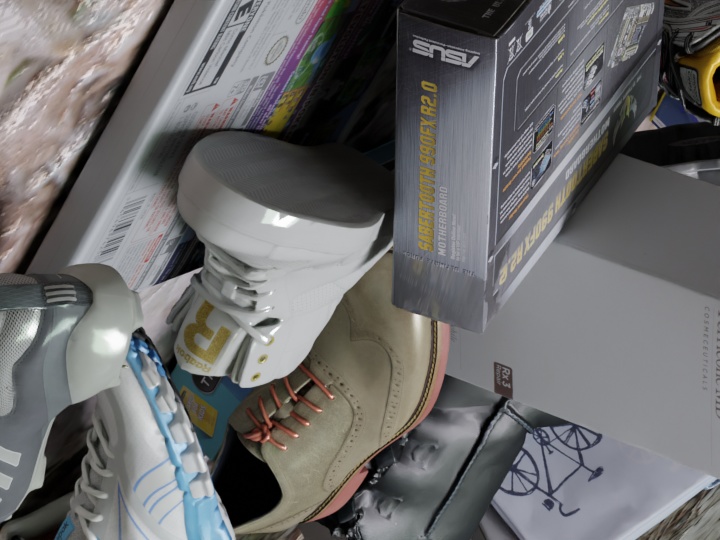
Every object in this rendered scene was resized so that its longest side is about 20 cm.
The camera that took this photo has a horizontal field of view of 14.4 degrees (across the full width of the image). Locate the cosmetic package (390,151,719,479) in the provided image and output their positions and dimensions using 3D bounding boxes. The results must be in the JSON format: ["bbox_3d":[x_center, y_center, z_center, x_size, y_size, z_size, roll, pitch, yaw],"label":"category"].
[{"bbox_3d":[0.116,0.010,1.356,0.081,0.199,0.113,-41,138,-38],"label":"cosmetic package"}]

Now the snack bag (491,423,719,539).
[{"bbox_3d":[0.114,0.072,1.648,0.188,0.200,0.021,-29,168,-42],"label":"snack bag"}]

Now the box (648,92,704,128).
[{"bbox_3d":[0.244,-0.141,1.680,0.064,0.070,0.200,-31,157,-35],"label":"box"}]

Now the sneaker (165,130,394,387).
[{"bbox_3d":[-0.046,0.004,1.242,0.116,0.074,0.200,-54,163,12],"label":"sneaker"}]

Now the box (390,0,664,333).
[{"bbox_3d":[0.079,-0.093,1.273,0.200,0.048,0.159,-50,151,-43],"label":"box"}]

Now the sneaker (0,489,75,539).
[{"bbox_3d":[-0.176,0.182,1.414,0.200,0.078,0.079,-52,170,-18],"label":"sneaker"}]

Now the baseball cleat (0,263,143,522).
[{"bbox_3d":[-0.166,0.049,1.178,0.106,0.070,0.200,3,147,-29],"label":"baseball cleat"}]

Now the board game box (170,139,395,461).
[{"bbox_3d":[0.000,0.000,1.464,0.200,0.047,0.151,-26,153,-48],"label":"board game box"}]

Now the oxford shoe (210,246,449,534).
[{"bbox_3d":[-0.019,0.066,1.374,0.075,0.070,0.200,-22,151,-41],"label":"oxford shoe"}]

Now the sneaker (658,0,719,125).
[{"bbox_3d":[0.163,-0.116,1.383,0.082,0.199,0.078,-52,129,-36],"label":"sneaker"}]

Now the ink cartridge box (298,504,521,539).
[{"bbox_3d":[0.052,0.166,1.682,0.083,0.200,0.145,3,134,-35],"label":"ink cartridge box"}]

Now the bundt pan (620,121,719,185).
[{"bbox_3d":[0.192,-0.036,1.592,0.201,0.076,0.202,-8,-172,1],"label":"bundt pan"}]

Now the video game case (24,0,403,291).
[{"bbox_3d":[-0.049,-0.072,1.228,0.182,0.023,0.200,-22,150,-53],"label":"video game case"}]

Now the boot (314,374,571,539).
[{"bbox_3d":[0.076,0.091,1.537,0.198,0.073,0.163,17,111,-36],"label":"boot"}]

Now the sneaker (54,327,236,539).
[{"bbox_3d":[-0.109,0.108,1.335,0.086,0.075,0.201,-20,125,-4],"label":"sneaker"}]
